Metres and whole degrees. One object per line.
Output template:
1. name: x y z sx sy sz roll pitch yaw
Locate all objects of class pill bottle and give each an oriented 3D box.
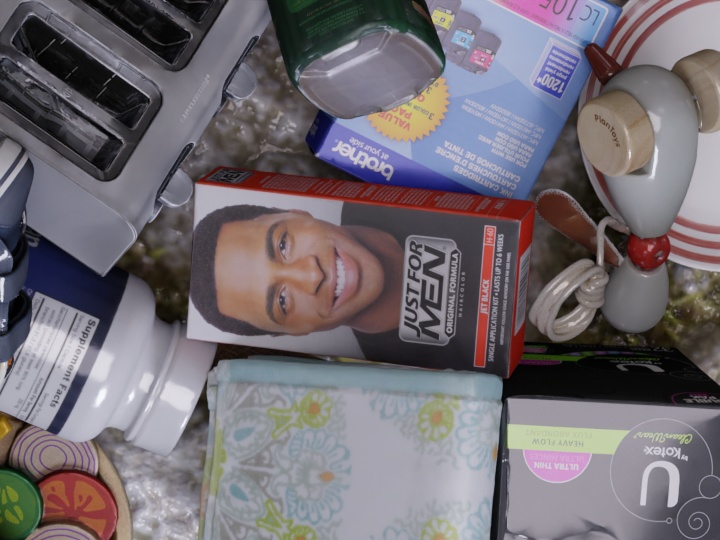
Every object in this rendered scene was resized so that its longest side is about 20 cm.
1. pill bottle: -0.194 0.038 1.694 0.200 0.111 0.111 24 96 -9

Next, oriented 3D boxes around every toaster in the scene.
1. toaster: -0.171 -0.127 1.639 0.200 0.119 0.181 36 67 -12

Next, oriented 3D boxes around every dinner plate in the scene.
1. dinner plate: 0.236 -0.099 1.758 0.200 0.024 0.200 -1 100 -6

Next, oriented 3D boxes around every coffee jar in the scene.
1. coffee jar: -0.020 -0.197 1.637 0.085 0.104 0.200 -25 66 15

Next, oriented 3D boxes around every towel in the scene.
1. towel: -0.010 0.138 1.626 0.200 0.048 0.171 2 87 34

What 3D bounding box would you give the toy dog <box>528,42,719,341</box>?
1. toy dog: 0.158 -0.060 1.687 0.132 0.096 0.200 -3 128 -40

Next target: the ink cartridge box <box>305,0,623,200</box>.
1. ink cartridge box: 0.056 -0.106 1.715 0.136 0.076 0.200 25 97 -9

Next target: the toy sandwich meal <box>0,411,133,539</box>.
1. toy sandwich meal: -0.242 0.176 1.731 0.205 0.070 0.205 -1 99 -5

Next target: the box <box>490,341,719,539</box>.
1. box: 0.141 0.120 1.693 0.148 0.200 0.125 2 99 -5

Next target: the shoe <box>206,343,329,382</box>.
1. shoe: -0.007 0.095 1.700 0.200 0.053 0.070 26 70 30

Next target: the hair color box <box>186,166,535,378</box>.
1. hair color box: 0.000 0.000 1.661 0.200 0.061 0.102 6 104 12

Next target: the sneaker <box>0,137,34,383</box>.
1. sneaker: -0.221 0.014 1.583 0.079 0.078 0.200 31 122 -6
